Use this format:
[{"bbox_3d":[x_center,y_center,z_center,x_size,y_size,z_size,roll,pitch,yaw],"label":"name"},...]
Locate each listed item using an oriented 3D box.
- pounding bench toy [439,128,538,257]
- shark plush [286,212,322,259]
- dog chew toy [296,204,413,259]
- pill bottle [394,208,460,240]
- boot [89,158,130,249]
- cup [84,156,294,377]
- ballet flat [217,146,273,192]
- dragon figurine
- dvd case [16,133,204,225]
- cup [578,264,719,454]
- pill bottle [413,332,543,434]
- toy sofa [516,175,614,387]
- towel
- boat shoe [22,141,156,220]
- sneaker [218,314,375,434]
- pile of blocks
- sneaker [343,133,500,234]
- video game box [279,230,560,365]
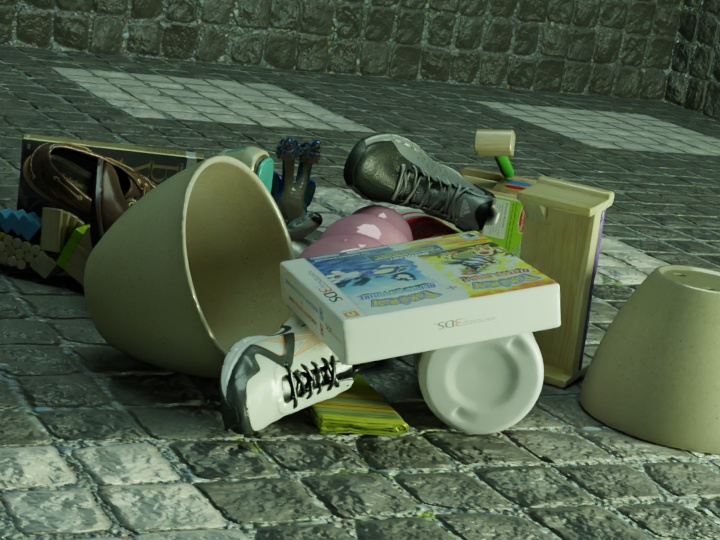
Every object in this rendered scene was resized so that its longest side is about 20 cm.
[{"bbox_3d":[0.171,-0.086,2.050,0.124,0.201,0.156,11,15,12],"label":"pounding bench toy"},{"bbox_3d":[-0.114,0.004,1.763,0.199,0.091,0.083,-15,-3,-7],"label":"shark plush"},{"bbox_3d":[0.000,0.000,1.688,0.124,0.125,0.200,11,32,11],"label":"dog chew toy"},{"bbox_3d":[0.083,0.008,1.796,0.112,0.113,0.200,3,15,-24],"label":"pill bottle"},{"bbox_3d":[-0.173,-0.031,1.691,0.199,0.187,0.064,-4,-20,-15],"label":"boot"},{"bbox_3d":[-0.165,0.009,1.504,0.143,0.201,0.200,-12,4,25],"label":"cup"},{"bbox_3d":[-0.122,-0.025,1.621,0.069,0.201,0.070,4,15,-1],"label":"ballet flat"},{"bbox_3d":[-0.082,-0.074,1.876,0.058,0.100,0.200,9,-28,-8],"label":"dragon figurine"},{"bbox_3d":[-0.282,-0.075,1.842,0.199,0.149,0.016,5,34,-12],"label":"dvd case"},{"bbox_3d":[0.323,0.076,1.607,0.199,0.144,0.200,8,13,-2],"label":"cup"},{"bbox_3d":[0.105,0.070,1.557,0.113,0.114,0.200,8,14,-4],"label":"pill bottle"},{"bbox_3d":[0.204,0.009,1.686,0.082,0.201,0.097,15,20,27],"label":"toy sofa"},{"bbox_3d":[-0.027,0.111,1.521,0.086,0.018,0.200,7,13,-21],"label":"towel"},{"bbox_3d":[-0.264,-0.079,1.774,0.199,0.071,0.070,23,-25,-27],"label":"boat shoe"},{"bbox_3d":[-0.054,0.085,1.425,0.080,0.074,0.200,5,22,26],"label":"sneaker"},{"bbox_3d":[-0.336,-0.034,1.769,0.199,0.083,0.062,12,13,14],"label":"pile of blocks"},{"bbox_3d":[0.081,-0.085,1.745,0.115,0.075,0.199,29,11,41],"label":"sneaker"},{"bbox_3d":[0.048,0.020,1.448,0.199,0.047,0.182,-10,21,-18],"label":"video game box"}]
